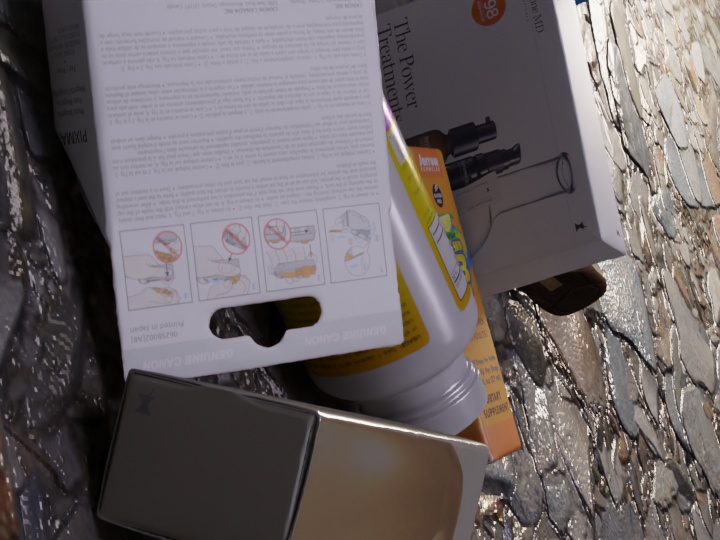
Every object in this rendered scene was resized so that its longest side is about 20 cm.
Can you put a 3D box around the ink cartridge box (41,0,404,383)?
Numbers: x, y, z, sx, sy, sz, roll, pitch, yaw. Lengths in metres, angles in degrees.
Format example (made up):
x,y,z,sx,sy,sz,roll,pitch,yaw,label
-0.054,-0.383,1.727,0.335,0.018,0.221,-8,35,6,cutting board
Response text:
x,y,z,sx,sy,sz,roll,pitch,yaw,label
-0.065,-0.055,0.932,0.162,0.057,0.200,-8,98,-32,ink cartridge box

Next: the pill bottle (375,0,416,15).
x,y,z,sx,sy,sz,roll,pitch,yaw,label
0.094,-0.233,1.315,0.114,0.200,0.114,49,32,-46,pill bottle

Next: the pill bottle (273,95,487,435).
x,y,z,sx,sy,sz,roll,pitch,yaw,label
0.000,0.000,1.060,0.200,0.104,0.104,65,24,-19,pill bottle

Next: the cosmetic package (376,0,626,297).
x,y,z,sx,sy,sz,roll,pitch,yaw,label
0.078,-0.087,1.242,0.052,0.151,0.200,26,51,-61,cosmetic package

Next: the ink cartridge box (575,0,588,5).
x,y,z,sx,sy,sz,roll,pitch,yaw,label
0.114,-0.320,1.576,0.200,0.085,0.145,42,38,-49,ink cartridge box

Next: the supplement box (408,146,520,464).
x,y,z,sx,sy,sz,roll,pitch,yaw,label
0.036,0.026,1.177,0.067,0.069,0.200,-9,81,-68,supplement box

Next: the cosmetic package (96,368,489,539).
x,y,z,sx,sy,sz,roll,pitch,yaw,label
-0.026,0.100,0.912,0.200,0.105,0.071,19,83,-61,cosmetic package

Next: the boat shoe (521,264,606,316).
x,y,z,sx,sy,sz,roll,pitch,yaw,label
0.119,-0.033,1.422,0.202,0.075,0.075,47,20,-58,boat shoe
